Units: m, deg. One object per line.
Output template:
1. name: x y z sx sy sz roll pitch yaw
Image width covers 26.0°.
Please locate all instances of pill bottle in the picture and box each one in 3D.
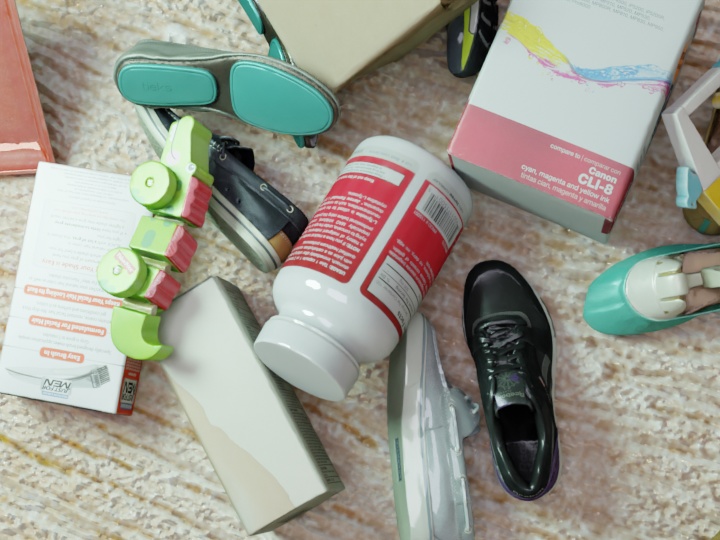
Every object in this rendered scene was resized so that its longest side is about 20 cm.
1. pill bottle: 0.000 0.000 1.261 0.112 0.112 0.201 28 69 10

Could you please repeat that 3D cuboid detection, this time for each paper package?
1. paper package: -0.007 -0.271 1.255 0.103 0.190 0.201 -31 89 -39

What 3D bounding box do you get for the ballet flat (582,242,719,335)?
1. ballet flat: 0.277 0.006 1.270 0.199 0.070 0.068 -13 83 6

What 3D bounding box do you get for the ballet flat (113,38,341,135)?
1. ballet flat: -0.106 -0.160 1.296 0.198 0.064 0.068 10 125 12

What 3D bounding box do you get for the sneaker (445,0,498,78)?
1. sneaker: 0.069 -0.259 1.338 0.080 0.074 0.202 -10 76 17

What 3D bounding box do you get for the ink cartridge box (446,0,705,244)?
1. ink cartridge box: 0.175 -0.147 1.264 0.144 0.145 0.201 22 87 9

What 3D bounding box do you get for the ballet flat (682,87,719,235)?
1. ballet flat: 0.320 -0.125 1.284 0.068 0.063 0.201 17 85 9

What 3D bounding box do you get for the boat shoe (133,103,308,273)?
1. boat shoe: -0.121 -0.085 1.332 0.062 0.075 0.200 -41 73 -12

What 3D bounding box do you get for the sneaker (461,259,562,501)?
1. sneaker: 0.128 0.086 1.271 0.075 0.088 0.202 -13 81 6

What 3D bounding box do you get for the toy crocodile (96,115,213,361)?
1. toy crocodile: -0.157 -0.026 1.252 0.061 0.068 0.201 12 76 23

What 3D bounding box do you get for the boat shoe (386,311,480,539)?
1. boat shoe: 0.063 0.133 1.291 0.071 0.070 0.202 -1 81 -12

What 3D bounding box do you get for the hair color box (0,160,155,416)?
1. hair color box: -0.236 0.017 1.341 0.110 0.064 0.202 9 83 7

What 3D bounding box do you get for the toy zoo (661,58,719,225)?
1. toy zoo: 0.319 -0.114 1.243 0.200 0.020 0.132 -43 112 -17

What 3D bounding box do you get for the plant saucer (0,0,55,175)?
1. plant saucer: -0.375 -0.174 1.349 0.198 0.037 0.201 -3 123 7

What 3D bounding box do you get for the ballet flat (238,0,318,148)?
1. ballet flat: -0.059 -0.206 1.345 0.072 0.072 0.201 -24 82 4

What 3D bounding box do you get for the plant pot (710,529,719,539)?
1. plant pot: 0.293 0.294 1.190 0.185 0.187 0.201 24 74 10

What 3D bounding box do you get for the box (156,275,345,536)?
1. box: -0.097 0.112 1.296 0.077 0.095 0.201 -30 79 4
